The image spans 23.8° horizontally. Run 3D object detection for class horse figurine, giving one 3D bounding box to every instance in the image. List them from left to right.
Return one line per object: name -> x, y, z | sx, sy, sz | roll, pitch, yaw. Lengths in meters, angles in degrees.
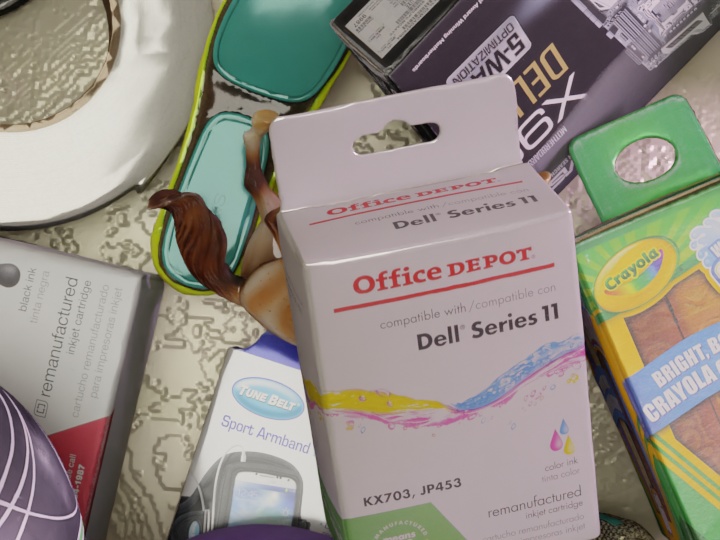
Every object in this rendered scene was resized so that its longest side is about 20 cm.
horse figurine -> 0.000, 0.000, 0.795 | 0.199, 0.050, 0.133 | 11, 127, -3

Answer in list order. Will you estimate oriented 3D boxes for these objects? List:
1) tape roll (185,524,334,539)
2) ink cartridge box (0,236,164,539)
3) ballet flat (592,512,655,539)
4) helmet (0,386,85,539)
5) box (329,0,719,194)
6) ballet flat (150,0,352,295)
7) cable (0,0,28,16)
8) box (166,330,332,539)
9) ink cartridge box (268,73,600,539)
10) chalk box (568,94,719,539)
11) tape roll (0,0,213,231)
tape roll -> -0.054, 0.220, 0.770 | 0.199, 0.085, 0.201 | 1, 92, 16
ink cartridge box -> -0.212, 0.050, 0.835 | 0.200, 0.083, 0.146 | 13, 89, 2
ballet flat -> 0.140, 0.215, 0.817 | 0.068, 0.075, 0.200 | -13, 87, -17
helmet -> -0.205, 0.122, 0.693 | 0.190, 0.200, 0.201 | 2, 88, 3
box -> 0.099, -0.131, 0.797 | 0.200, 0.158, 0.050 | -45, 52, -1
ballet flat -> -0.051, -0.083, 0.841 | 0.067, 0.067, 0.200 | 23, 96, -3
cable -> -0.244, -0.116, 0.860 | 0.200, 0.050, 0.097 | -20, 84, 1
box -> -0.032, 0.128, 0.849 | 0.119, 0.041, 0.200 | 18, 86, 3
ink cartridge box -> 0.032, 0.027, 0.732 | 0.117, 0.067, 0.200 | -12, 114, -7
chalk box -> 0.166, 0.017, 0.802 | 0.124, 0.124, 0.200 | -24, 88, 1
tape roll -> -0.173, -0.119, 0.844 | 0.202, 0.037, 0.203 | 1, 86, -11
